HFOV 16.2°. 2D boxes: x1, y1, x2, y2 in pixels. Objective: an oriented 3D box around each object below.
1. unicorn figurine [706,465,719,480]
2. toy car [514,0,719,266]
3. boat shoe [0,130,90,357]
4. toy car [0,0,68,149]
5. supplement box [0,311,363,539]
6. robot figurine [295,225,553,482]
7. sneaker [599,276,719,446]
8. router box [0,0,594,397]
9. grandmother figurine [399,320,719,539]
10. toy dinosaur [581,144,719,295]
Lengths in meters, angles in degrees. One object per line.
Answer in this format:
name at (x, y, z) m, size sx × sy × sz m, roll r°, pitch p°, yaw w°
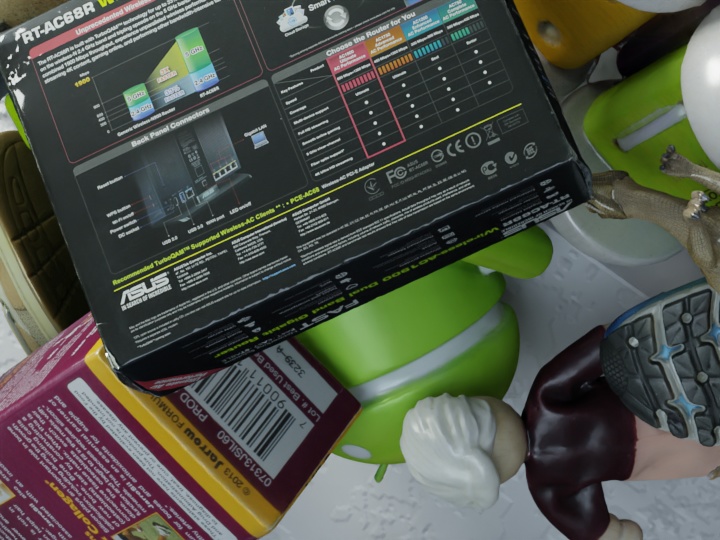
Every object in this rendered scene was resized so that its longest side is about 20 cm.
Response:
unicorn figurine at (0.257, 0.080, 1.121) m, size 0.199 × 0.074 × 0.138 m, roll -31°, pitch 110°, yaw 0°
toy car at (0.137, -0.108, 1.063) m, size 0.200 × 0.150 × 0.175 m, roll 55°, pitch 149°, yaw -2°
boat shoe at (-0.144, 0.026, 1.251) m, size 0.063 × 0.073 × 0.201 m, roll -16°, pitch 114°, yaw 37°
toy car at (-0.160, -0.129, 1.103) m, size 0.157 × 0.200 × 0.165 m, roll -25°, pitch 100°, yaw 25°
supplement box at (-0.107, 0.080, 1.152) m, size 0.110 × 0.086 × 0.200 m, roll 47°, pitch 141°, yaw -10°
robot figurine at (0.000, 0.000, 1.163) m, size 0.175 × 0.116 × 0.201 m, roll -20°, pitch 103°, yaw 25°
sneaker at (0.197, 0.017, 1.093) m, size 0.199 × 0.090 × 0.079 m, roll -14°, pitch 109°, yaw -6°
router box at (-0.028, -0.060, 0.993) m, size 0.199 × 0.062 × 0.150 m, roll -24°, pitch 73°, yaw 6°
grandmother figurine at (0.113, 0.072, 1.132) m, size 0.199 × 0.061 × 0.122 m, roll -5°, pitch 104°, yaw -18°
toy dinosaur at (0.165, 0.010, 0.986) m, size 0.200 × 0.101 × 0.058 m, roll 44°, pitch 75°, yaw 8°
